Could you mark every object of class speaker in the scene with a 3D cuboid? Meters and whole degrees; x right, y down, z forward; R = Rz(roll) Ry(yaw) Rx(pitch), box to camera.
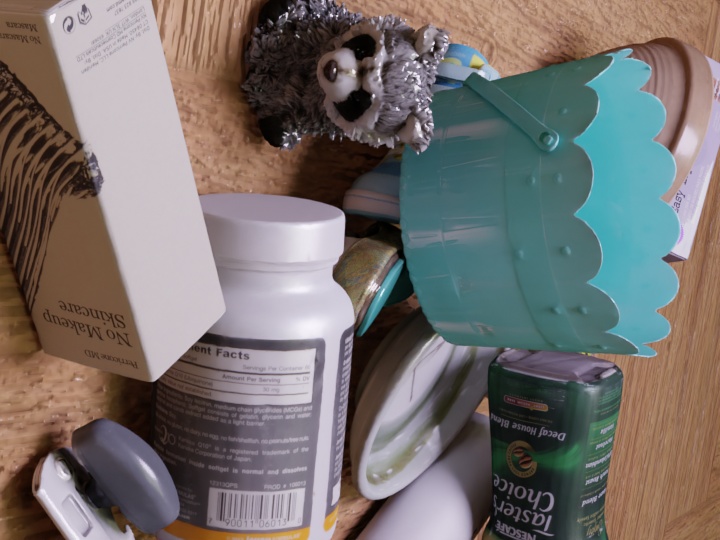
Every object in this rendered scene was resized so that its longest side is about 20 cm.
[{"bbox_3d":[0.061,0.205,1.050,0.200,0.081,0.082,-45,137,-45],"label":"speaker"}]

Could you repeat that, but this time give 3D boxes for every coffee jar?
[{"bbox_3d":[0.152,0.168,1.014,0.085,0.104,0.201,-16,110,-53],"label":"coffee jar"}]

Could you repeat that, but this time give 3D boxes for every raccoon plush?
[{"bbox_3d":[0.021,-0.133,0.800,0.200,0.134,0.097,-35,129,-51],"label":"raccoon plush"}]

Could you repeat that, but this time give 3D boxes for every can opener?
[{"bbox_3d":[-0.104,0.173,0.686,0.200,0.067,0.053,56,16,-9],"label":"can opener"}]

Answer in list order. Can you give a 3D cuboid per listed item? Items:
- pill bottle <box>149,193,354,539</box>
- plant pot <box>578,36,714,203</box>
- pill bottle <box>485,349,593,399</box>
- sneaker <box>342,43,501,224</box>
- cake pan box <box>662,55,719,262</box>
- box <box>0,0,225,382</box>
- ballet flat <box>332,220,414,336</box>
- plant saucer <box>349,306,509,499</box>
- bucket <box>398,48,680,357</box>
[{"bbox_3d":[-0.064,0.061,0.740,0.116,0.116,0.201,-15,113,-58],"label":"pill bottle"},{"bbox_3d":[0.225,-0.133,1.166,0.092,0.201,0.202,23,76,-19],"label":"plant pot"},{"bbox_3d":[0.136,0.017,1.082,0.113,0.112,0.200,-55,143,-36],"label":"pill bottle"},{"bbox_3d":[0.048,-0.101,0.922,0.200,0.079,0.131,-21,120,-68],"label":"sneaker"},{"bbox_3d":[0.268,-0.094,1.221,0.052,0.184,0.201,22,77,-17],"label":"cake pan box"},{"bbox_3d":[-0.133,-0.048,0.615,0.068,0.082,0.201,-47,137,-44],"label":"box"},{"bbox_3d":[0.000,0.000,0.850,0.200,0.070,0.071,-29,126,-76],"label":"ballet flat"},{"bbox_3d":[0.047,0.083,0.979,0.200,0.050,0.201,-42,152,-28],"label":"plant saucer"},{"bbox_3d":[0.123,-0.041,0.835,0.207,0.134,0.208,10,79,-62],"label":"bucket"}]
